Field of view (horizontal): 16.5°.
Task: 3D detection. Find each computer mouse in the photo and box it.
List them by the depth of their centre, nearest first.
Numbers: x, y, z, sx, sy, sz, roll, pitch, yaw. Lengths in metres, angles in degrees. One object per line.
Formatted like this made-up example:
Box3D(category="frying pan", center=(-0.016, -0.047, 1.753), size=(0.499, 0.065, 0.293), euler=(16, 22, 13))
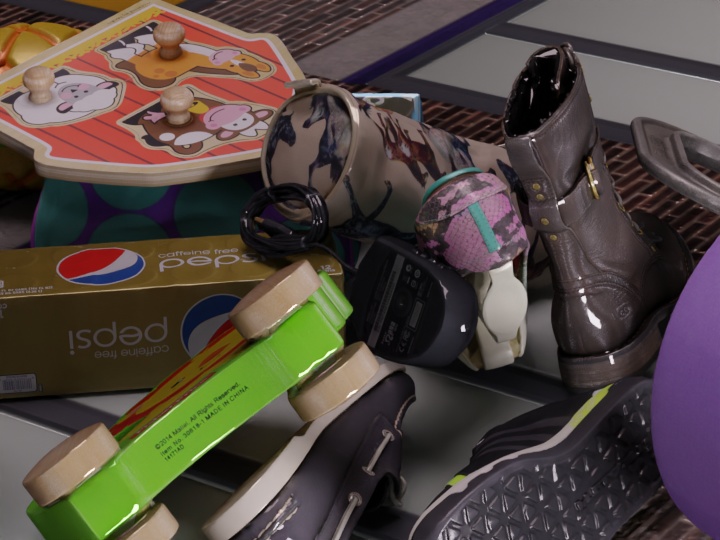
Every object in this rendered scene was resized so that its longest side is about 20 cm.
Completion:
Box3D(category="computer mouse", center=(0.000, 0.000, 1.312), size=(0.034, 0.059, 0.200), euler=(11, 15, -40))

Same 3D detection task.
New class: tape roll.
Box3D(category="tape roll", center=(0.232, 0.050, 1.144), size=(0.199, 0.201, 0.066), euler=(-15, 27, -28))

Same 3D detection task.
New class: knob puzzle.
Box3D(category="knob puzzle", center=(-0.119, -0.108, 1.482), size=(0.218, 0.031, 0.220), euler=(-1, 33, 1))

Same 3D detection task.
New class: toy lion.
Box3D(category="toy lion", center=(-0.083, 0.069, 1.224), size=(0.200, 0.069, 0.192), euler=(-39, 6, -16))

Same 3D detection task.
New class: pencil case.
Box3D(category="pencil case", center=(0.036, -0.051, 1.425), size=(0.199, 0.090, 0.078), euler=(16, -28, -39))
Box3D(category="pencil case", center=(-0.096, -0.036, 1.484), size=(0.199, 0.086, 0.092), euler=(0, -7, 1))

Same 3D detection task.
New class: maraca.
Box3D(category="maraca", center=(-0.235, -0.103, 1.610), size=(0.199, 0.108, 0.137), euler=(-10, 17, -16))

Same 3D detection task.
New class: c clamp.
Box3D(category="c clamp", center=(0.233, -0.046, 1.434), size=(0.170, 0.027, 0.200), euler=(29, 15, 2))

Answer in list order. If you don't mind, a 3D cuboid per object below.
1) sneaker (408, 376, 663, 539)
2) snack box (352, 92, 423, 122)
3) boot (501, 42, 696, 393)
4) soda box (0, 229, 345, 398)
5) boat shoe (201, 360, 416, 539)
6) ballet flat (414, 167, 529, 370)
Box3D(category="sneaker", center=(0.079, 0.113, 1.203), size=(0.083, 0.072, 0.200), euler=(-11, 11, 45))
Box3D(category="snack box", center=(-0.059, -0.077, 1.557), size=(0.199, 0.037, 0.116), euler=(1, -15, 4))
Box3D(category="boot", center=(0.130, -0.045, 1.376), size=(0.069, 0.175, 0.200), euler=(-10, 22, 19))
Box3D(category="soda box", center=(-0.109, 0.023, 1.382), size=(0.199, 0.064, 0.068), euler=(-4, 24, -6))
Box3D(category="boat shoe", center=(-0.012, 0.105, 1.232), size=(0.063, 0.073, 0.200), euler=(48, 28, 1))
Box3D(category="ballet flat", center=(0.065, 0.012, 1.341), size=(0.069, 0.200, 0.071), euler=(-22, 70, -5))
